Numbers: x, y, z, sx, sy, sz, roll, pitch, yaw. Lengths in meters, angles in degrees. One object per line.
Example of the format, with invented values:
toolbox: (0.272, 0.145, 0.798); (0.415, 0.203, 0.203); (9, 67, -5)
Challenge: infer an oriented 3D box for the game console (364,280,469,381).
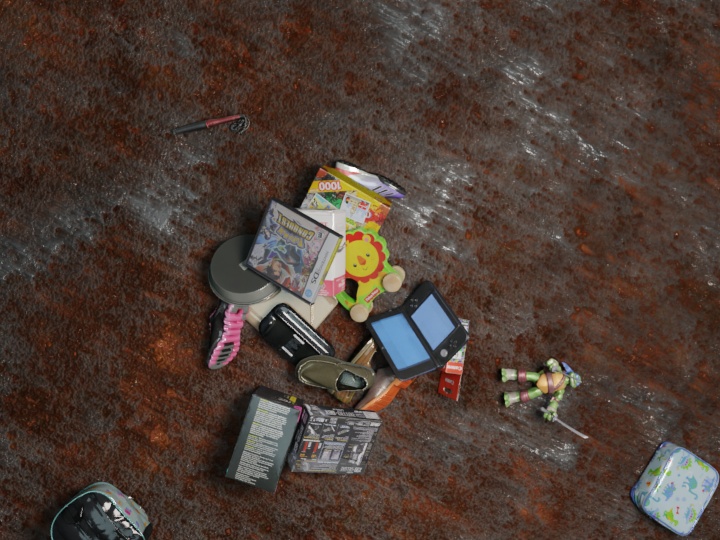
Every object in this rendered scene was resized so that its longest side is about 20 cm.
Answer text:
game console: (0.135, 0.142, 1.364); (0.171, 0.118, 0.201); (-51, 52, 25)

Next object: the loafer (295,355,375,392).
loafer: (-0.063, 0.253, 1.359); (0.198, 0.070, 0.076); (4, 95, 4)

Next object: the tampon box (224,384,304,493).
tampon box: (-0.227, 0.403, 1.361); (0.125, 0.150, 0.202); (19, 87, -2)

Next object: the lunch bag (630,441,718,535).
lunch bag: (0.820, 0.568, 1.454); (0.160, 0.082, 0.201); (32, 86, -1)

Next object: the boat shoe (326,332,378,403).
boat shoe: (-0.001, 0.247, 1.427); (0.068, 0.072, 0.200); (38, 96, -3)

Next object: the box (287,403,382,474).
box: (-0.062, 0.416, 1.366); (0.199, 0.050, 0.159); (12, 105, -26)

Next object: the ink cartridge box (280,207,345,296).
ink cartridge box: (-0.114, -0.048, 1.344); (0.144, 0.085, 0.202); (4, 102, 20)

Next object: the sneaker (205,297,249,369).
sneaker: (-0.351, 0.149, 1.413); (0.095, 0.079, 0.201); (26, 98, 33)

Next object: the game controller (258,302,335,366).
game controller: (-0.160, 0.177, 1.407); (0.200, 0.042, 0.104); (44, 103, -9)

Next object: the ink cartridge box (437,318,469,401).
ink cartridge box: (0.215, 0.217, 1.414); (0.050, 0.109, 0.202); (10, 87, -19)

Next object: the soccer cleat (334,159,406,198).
soccer cleat: (0.021, -0.220, 1.453); (0.199, 0.068, 0.074); (21, 105, -3)

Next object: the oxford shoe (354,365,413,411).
oxford shoe: (0.055, 0.299, 1.436); (0.200, 0.071, 0.073); (-40, 58, 2)

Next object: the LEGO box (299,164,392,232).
LEGO box: (-0.042, -0.151, 1.409); (0.199, 0.077, 0.150); (29, 109, -2)

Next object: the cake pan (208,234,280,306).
cake pan: (-0.282, -0.008, 1.386); (0.198, 0.037, 0.202); (0, 58, 0)

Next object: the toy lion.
toy lion: (0.000, 0.000, 1.389); (0.192, 0.069, 0.200); (44, 116, -3)

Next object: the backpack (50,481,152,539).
backpack: (-0.616, 0.609, 1.326); (0.176, 0.153, 0.200); (-41, 100, -7)

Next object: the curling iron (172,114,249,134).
curling iron: (-0.386, -0.371, 1.445); (0.198, 0.026, 0.050); (-6, 85, -4)

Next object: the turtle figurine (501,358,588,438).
turtle figurine: (0.456, 0.297, 1.399); (0.192, 0.201, 0.145); (-7, 128, 16)

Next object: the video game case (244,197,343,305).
video game case: (-0.159, -0.045, 1.303); (0.199, 0.025, 0.182); (30, 108, 15)

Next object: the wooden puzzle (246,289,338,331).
wooden puzzle: (-0.185, 0.091, 1.438); (0.185, 0.037, 0.200); (41, 90, -1)
